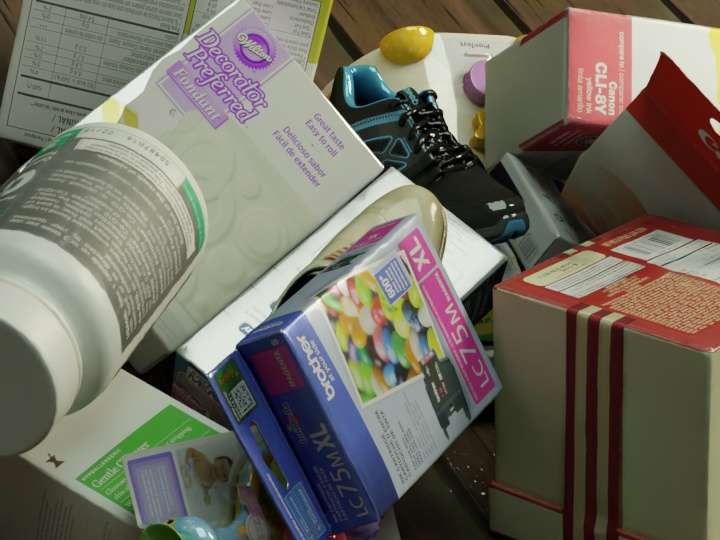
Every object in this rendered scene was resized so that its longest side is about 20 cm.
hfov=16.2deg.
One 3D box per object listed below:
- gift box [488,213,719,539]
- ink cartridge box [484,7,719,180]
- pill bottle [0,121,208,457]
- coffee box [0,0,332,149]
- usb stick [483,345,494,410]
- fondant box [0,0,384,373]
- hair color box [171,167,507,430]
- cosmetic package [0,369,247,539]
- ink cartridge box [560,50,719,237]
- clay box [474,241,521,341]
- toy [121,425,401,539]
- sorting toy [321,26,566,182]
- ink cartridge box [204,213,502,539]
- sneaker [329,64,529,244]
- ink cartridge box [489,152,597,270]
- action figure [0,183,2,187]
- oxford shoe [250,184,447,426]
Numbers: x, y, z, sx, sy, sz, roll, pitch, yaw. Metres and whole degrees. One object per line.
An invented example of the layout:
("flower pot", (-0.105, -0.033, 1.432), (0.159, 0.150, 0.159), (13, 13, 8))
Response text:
("gift box", (0.181, 0.084, 1.504), (0.184, 0.187, 0.200), (-20, 27, -38))
("ink cartridge box", (0.202, -0.111, 1.723), (0.200, 0.145, 0.084), (5, 77, -19))
("pill bottle", (-0.168, 0.010, 1.381), (0.113, 0.113, 0.200), (20, 34, 8))
("coffee box", (-0.124, -0.181, 1.727), (0.200, 0.198, 0.200), (13, 17, -4))
("usb stick", (0.084, 0.068, 1.620), (0.200, 0.033, 0.055), (-5, 32, -26))
("fondant box", (-0.104, -0.055, 1.562), (0.200, 0.058, 0.144), (-42, 94, -30))
("hair color box", (-0.012, 0.035, 1.540), (0.100, 0.061, 0.200), (39, 58, 18))
("cosmetic package", (-0.174, 0.105, 1.419), (0.200, 0.085, 0.108), (28, 38, 18))
("ink cartridge box", (0.207, -0.031, 1.566), (0.050, 0.200, 0.162), (-39, 80, -12))
("clay box", (0.000, 0.000, 1.658), (0.200, 0.048, 0.115), (0, 30, -9))
("toy", (-0.035, 0.137, 1.372), (0.200, 0.047, 0.115), (-10, 82, -47))
("sorting toy", (0.087, -0.073, 1.800), (0.200, 0.107, 0.180), (0, 55, -21))
("ink cartridge box", (0.001, 0.060, 1.385), (0.042, 0.120, 0.200), (-19, 13, 37))
("sneaker", (0.036, -0.073, 1.659), (0.073, 0.082, 0.200), (-11, 27, -38))
("ink cartridge box", (0.176, -0.006, 1.721), (0.200, 0.039, 0.100), (23, 25, -34))
("action figure", (-0.229, -0.033, 1.589), (0.200, 0.069, 0.130), (51, 8, 3))
("oxford shoe", (-0.003, 0.014, 1.474), (0.071, 0.074, 0.200), (28, 56, 10))
